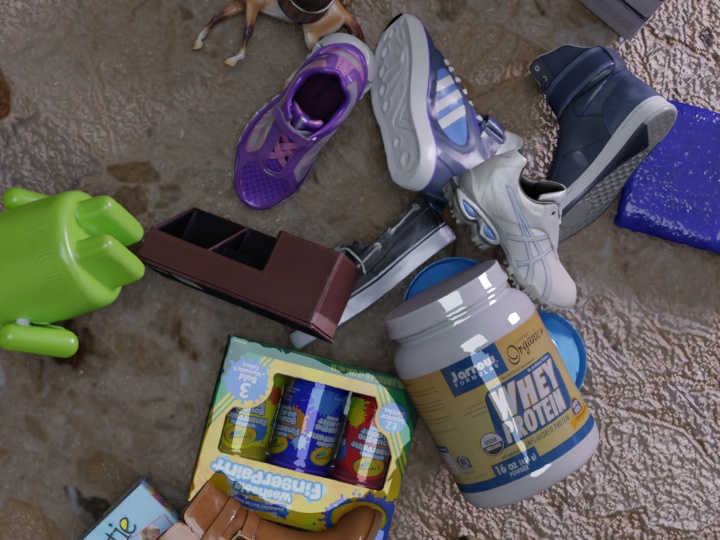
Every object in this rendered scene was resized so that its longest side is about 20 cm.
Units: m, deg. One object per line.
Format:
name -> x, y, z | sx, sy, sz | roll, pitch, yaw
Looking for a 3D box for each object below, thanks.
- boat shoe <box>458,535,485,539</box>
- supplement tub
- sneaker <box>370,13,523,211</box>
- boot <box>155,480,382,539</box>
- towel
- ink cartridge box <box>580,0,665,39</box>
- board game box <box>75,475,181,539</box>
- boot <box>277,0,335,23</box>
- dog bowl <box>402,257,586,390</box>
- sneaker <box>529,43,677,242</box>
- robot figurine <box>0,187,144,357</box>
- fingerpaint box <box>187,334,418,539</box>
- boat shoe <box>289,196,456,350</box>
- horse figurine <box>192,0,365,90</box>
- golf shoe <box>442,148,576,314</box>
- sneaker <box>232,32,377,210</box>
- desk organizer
boat shoe -> 0.136, 0.357, 1.466 | 0.065, 0.071, 0.200 | -10, 97, -12
supplement tub -> 0.120, 0.106, 1.380 | 0.145, 0.145, 0.200 | -29, 95, -6
sneaker -> 0.094, -0.154, 1.485 | 0.146, 0.081, 0.200 | 11, 60, -33
boot -> -0.089, 0.251, 1.361 | 0.155, 0.077, 0.200 | 46, 73, 2
towel -> 0.368, -0.086, 1.516 | 0.200, 0.050, 0.148 | 16, 79, -4
ink cartridge box -> 0.296, -0.326, 1.439 | 0.083, 0.200, 0.145 | 38, 85, 1
board game box -> -0.178, 0.307, 1.415 | 0.105, 0.103, 0.200 | -44, 93, -7
boot -> -0.012, -0.339, 1.435 | 0.075, 0.097, 0.200 | 26, 64, -13
dog bowl -> 0.131, 0.069, 1.482 | 0.200, 0.050, 0.111 | 33, 85, -3
sneaker -> 0.207, -0.134, 1.488 | 0.202, 0.077, 0.146 | -51, 62, 23
robot figurine -> -0.306, -0.005, 1.392 | 0.200, 0.116, 0.176 | -17, 60, 17
fingerpaint box -> -0.054, 0.166, 1.447 | 0.200, 0.073, 0.167 | 15, 87, -5
boat shoe -> 0.001, -0.001, 1.460 | 0.199, 0.074, 0.068 | -38, 89, -8
horse figurine -> -0.074, -0.250, 1.474 | 0.200, 0.050, 0.133 | 25, 91, -3
golf shoe -> 0.171, -0.036, 1.423 | 0.097, 0.078, 0.200 | -37, 127, 13
sneaker -> -0.063, -0.139, 1.429 | 0.080, 0.088, 0.200 | 35, 110, -8
desk organizer -> -0.107, -0.005, 1.413 | 0.200, 0.072, 0.077 | 21, 82, 21
